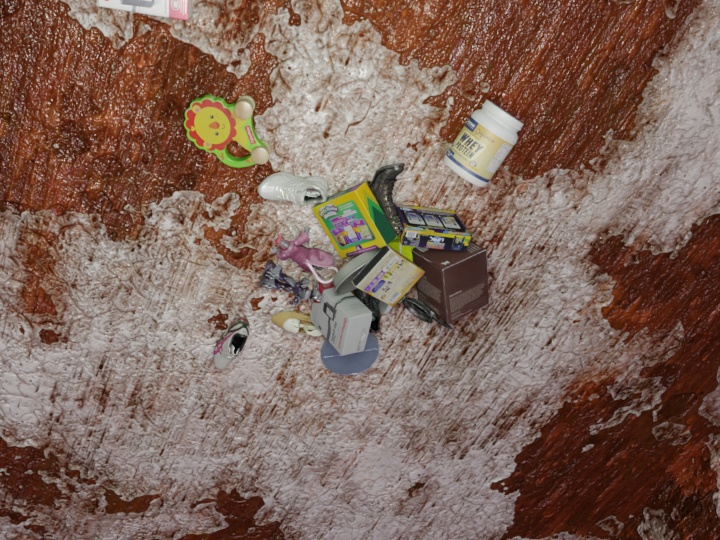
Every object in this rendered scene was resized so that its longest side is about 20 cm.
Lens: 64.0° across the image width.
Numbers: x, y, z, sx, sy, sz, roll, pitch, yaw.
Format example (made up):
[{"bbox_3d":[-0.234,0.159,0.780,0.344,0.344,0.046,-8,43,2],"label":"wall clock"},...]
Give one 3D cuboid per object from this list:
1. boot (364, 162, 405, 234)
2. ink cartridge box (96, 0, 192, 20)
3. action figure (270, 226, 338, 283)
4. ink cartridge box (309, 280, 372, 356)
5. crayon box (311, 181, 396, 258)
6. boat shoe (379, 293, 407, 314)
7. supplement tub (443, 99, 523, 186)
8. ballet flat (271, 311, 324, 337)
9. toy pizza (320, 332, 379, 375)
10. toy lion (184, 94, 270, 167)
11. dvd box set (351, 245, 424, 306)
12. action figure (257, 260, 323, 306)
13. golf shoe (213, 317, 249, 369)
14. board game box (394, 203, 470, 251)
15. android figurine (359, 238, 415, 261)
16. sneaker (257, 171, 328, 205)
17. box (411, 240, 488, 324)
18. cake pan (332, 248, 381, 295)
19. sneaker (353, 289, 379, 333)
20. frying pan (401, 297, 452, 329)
[{"bbox_3d":[0.081,-0.185,1.590,0.069,0.175,0.200,-12,166,-38],"label":"boot"},{"bbox_3d":[-0.479,-0.652,1.281,0.199,0.085,0.146,5,119,-11],"label":"ink cartridge box"},{"bbox_3d":[-0.178,-0.040,1.673,0.134,0.149,0.200,-42,133,22],"label":"action figure"},{"bbox_3d":[-0.063,0.141,1.755,0.083,0.200,0.146,-9,125,-35],"label":"ink cartridge box"},{"bbox_3d":[-0.021,-0.135,1.598,0.199,0.058,0.173,-13,112,48],"label":"crayon box"},{"bbox_3d":[0.117,0.074,1.810,0.063,0.071,0.200,6,142,-20],"label":"boat shoe"},{"bbox_3d":[0.337,-0.348,1.576,0.144,0.145,0.201,24,114,-22],"label":"supplement tub"},{"bbox_3d":[-0.185,0.175,1.841,0.199,0.063,0.069,9,119,-15],"label":"ballet flat"},{"bbox_3d":[-0.036,0.270,1.945,0.199,0.032,0.201,-4,122,-7],"label":"toy pizza"},{"bbox_3d":[-0.351,-0.360,1.498,0.190,0.069,0.201,-13,123,6],"label":"toy lion"},{"bbox_3d":[0.083,0.018,1.646,0.146,0.029,0.200,-48,141,11],"label":"dvd box set"},{"bbox_3d":[-0.203,0.051,1.736,0.199,0.070,0.130,24,134,-1],"label":"action figure"},{"bbox_3d":[-0.415,0.246,1.826,0.072,0.092,0.201,21,116,-23],"label":"golf shoe"},{"bbox_3d":[0.198,-0.125,1.671,0.199,0.166,0.057,6,120,-14],"label":"board game box"},{"bbox_3d":[0.096,-0.040,1.777,0.199,0.041,0.183,-9,121,-4],"label":"android figurine"},{"bbox_3d":[-0.182,-0.219,1.584,0.199,0.100,0.078,-3,121,-8],"label":"sneaker"},{"bbox_3d":[0.274,0.020,1.749,0.163,0.166,0.201,-23,124,-20],"label":"box"},{"bbox_3d":[0.000,0.000,1.677,0.200,0.200,0.037,-37,76,12],"label":"cake pan"},{"bbox_3d":[0.031,0.110,1.834,0.075,0.079,0.201,-17,121,0],"label":"sneaker"},{"bbox_3d":[0.196,0.122,1.744,0.115,0.190,0.031,44,72,-22],"label":"frying pan"}]
